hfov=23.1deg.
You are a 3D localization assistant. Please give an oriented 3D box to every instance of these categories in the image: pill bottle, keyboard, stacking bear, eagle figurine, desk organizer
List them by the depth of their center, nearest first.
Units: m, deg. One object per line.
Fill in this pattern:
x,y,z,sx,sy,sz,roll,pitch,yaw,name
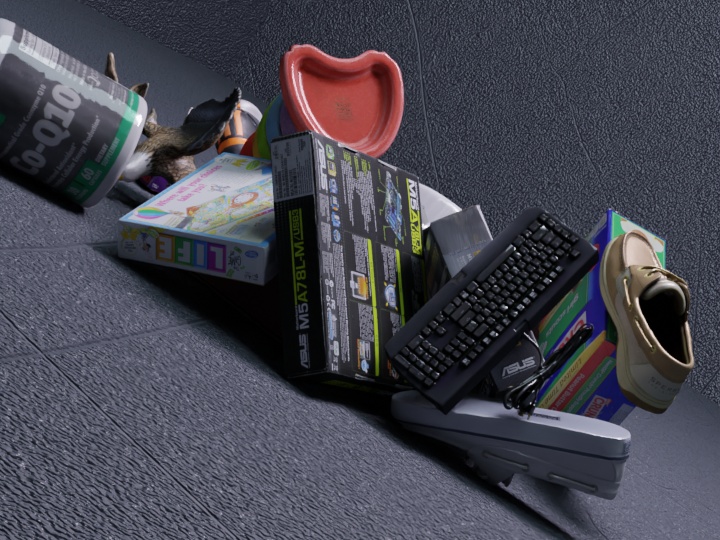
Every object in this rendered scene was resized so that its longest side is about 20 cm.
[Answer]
0.125,0.042,1.437,0.127,0.200,0.021,40,-23,15,keyboard
-0.297,-0.148,1.535,0.199,0.113,0.113,28,7,-20,pill bottle
-0.094,-0.008,1.562,0.200,0.077,0.072,35,7,31,desk organizer
-0.055,-0.119,1.663,0.121,0.114,0.200,1,-18,-27,stacking bear
-0.179,-0.108,1.728,0.199,0.151,0.152,22,-23,37,eagle figurine

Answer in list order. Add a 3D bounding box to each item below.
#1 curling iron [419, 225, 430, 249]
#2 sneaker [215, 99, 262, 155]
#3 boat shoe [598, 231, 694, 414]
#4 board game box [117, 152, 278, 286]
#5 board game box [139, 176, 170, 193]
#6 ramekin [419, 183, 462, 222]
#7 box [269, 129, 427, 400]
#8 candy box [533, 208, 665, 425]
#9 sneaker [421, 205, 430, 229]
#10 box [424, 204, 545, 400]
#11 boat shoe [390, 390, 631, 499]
0.000,0.000,1.604,0.050,0.199,0.026,42,42,-29,curling iron
-0.103,-0.076,1.830,0.200,0.077,0.112,53,20,-46,sneaker
0.263,0.035,1.573,0.074,0.066,0.201,20,42,-23,boat shoe
-0.101,-0.048,1.507,0.134,0.034,0.200,11,24,19,board game box
-0.182,-0.087,1.986,0.200,0.032,0.120,27,12,-39,board game box
0.070,-0.005,1.900,0.200,0.098,0.201,38,-15,12,ramekin
-0.004,0.000,1.468,0.047,0.201,0.193,-10,-13,25,box
0.220,0.070,1.697,0.077,0.169,0.200,25,38,-13,candy box
-0.030,-0.036,1.697,0.199,0.082,0.075,-13,-1,-9,sneaker
0.105,0.049,1.563,0.200,0.048,0.159,94,-25,-73,box
0.118,0.145,1.440,0.199,0.066,0.074,11,11,14,boat shoe
